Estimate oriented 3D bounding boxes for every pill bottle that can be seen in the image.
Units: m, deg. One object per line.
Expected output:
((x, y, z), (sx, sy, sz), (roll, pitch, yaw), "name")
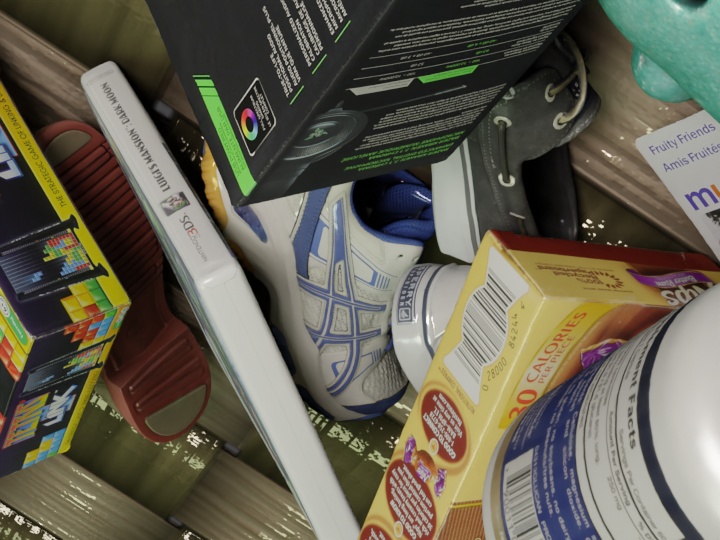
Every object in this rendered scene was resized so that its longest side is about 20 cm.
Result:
((0.132, 0.065, 0.653), (0.111, 0.111, 0.200), (36, 150, -7), "pill bottle")

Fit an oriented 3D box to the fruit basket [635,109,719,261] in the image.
((0.219, 0.006, 0.698), (0.200, 0.094, 0.185), (48, 142, -18), "fruit basket")

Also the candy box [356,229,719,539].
((0.076, 0.084, 0.807), (0.117, 0.056, 0.200), (6, 118, -30), "candy box")

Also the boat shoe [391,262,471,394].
((0.082, 0.066, 0.873), (0.065, 0.074, 0.200), (-2, 150, 29), "boat shoe")

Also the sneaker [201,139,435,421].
((0.000, 0.000, 0.865), (0.088, 0.075, 0.200), (-10, 139, 15), "sneaker")

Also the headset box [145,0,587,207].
((-0.006, -0.140, 0.612), (0.200, 0.093, 0.174), (-47, 63, 55), "headset box")

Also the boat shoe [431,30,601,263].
((0.062, -0.067, 0.746), (0.066, 0.070, 0.200), (12, 142, 15), "boat shoe")

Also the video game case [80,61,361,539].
((-0.064, 0.022, 0.890), (0.182, 0.023, 0.200), (55, 169, 48), "video game case")

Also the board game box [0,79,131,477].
((-0.198, -0.018, 0.927), (0.200, 0.057, 0.165), (57, 148, 18), "board game box")

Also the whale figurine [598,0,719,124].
((0.144, -0.074, 0.608), (0.159, 0.104, 0.200), (-10, 108, 46), "whale figurine")

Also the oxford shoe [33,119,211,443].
((-0.143, 0.004, 0.985), (0.075, 0.070, 0.200), (25, 141, 42), "oxford shoe")
